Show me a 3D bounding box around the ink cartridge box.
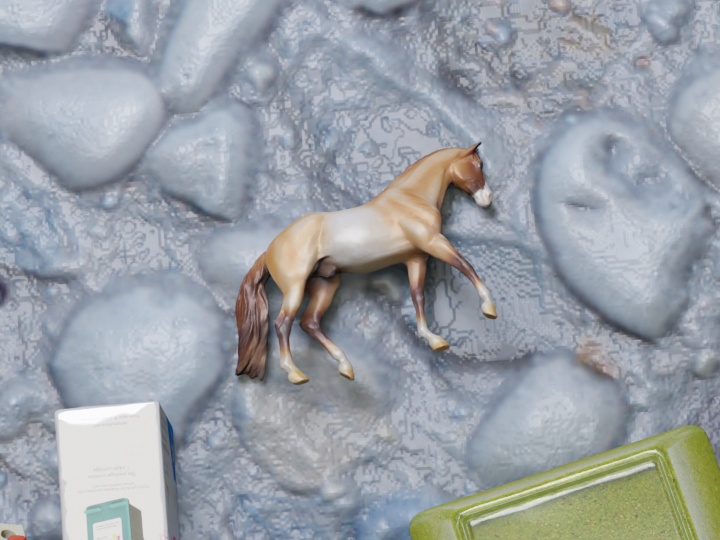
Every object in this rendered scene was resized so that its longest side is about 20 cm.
[{"bbox_3d":[-0.145,0.189,1.559,0.067,0.116,0.201,-5,79,-1],"label":"ink cartridge box"}]

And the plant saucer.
[{"bbox_3d":[0.141,0.194,1.536,0.199,0.048,0.200,-19,56,3],"label":"plant saucer"}]

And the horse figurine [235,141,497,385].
[{"bbox_3d":[0.000,0.000,1.620,0.199,0.050,0.133,-20,66,5],"label":"horse figurine"}]

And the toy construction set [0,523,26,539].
[{"bbox_3d":[-0.261,0.215,1.542,0.092,0.131,0.200,31,117,-17],"label":"toy construction set"}]
